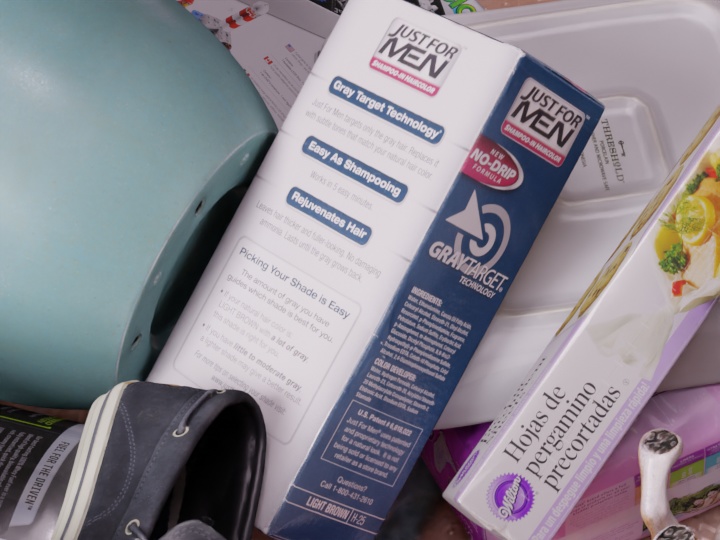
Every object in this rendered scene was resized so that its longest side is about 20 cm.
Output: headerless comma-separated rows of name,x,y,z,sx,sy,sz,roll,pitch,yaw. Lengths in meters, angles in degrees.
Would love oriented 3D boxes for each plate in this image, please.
plate,0.096,-0.041,0.926,0.200,0.032,0.200,-9,59,-6

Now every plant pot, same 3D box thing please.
plant pot,-0.129,-0.037,0.908,0.161,0.201,0.201,29,62,13

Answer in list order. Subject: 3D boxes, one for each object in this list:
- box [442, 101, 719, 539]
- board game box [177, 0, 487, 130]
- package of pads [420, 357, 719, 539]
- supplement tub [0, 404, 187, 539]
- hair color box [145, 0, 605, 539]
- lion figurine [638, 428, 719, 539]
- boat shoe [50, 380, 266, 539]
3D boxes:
box,0.105,0.016,0.854,0.039,0.041,0.200,36,85,-2
board game box,0.000,-0.084,0.990,0.126,0.035,0.200,-31,65,-21
package of pads,0.121,0.040,0.941,0.200,0.076,0.121,-22,52,-11
supplement tub,-0.160,0.110,0.889,0.200,0.123,0.123,12,58,13
hair color box,0.000,0.000,0.866,0.100,0.060,0.200,30,93,44
lion figurine,0.159,0.102,0.861,0.200,0.123,0.072,-27,37,-21
boat shoe,-0.068,0.113,0.762,0.062,0.075,0.200,-11,41,16
